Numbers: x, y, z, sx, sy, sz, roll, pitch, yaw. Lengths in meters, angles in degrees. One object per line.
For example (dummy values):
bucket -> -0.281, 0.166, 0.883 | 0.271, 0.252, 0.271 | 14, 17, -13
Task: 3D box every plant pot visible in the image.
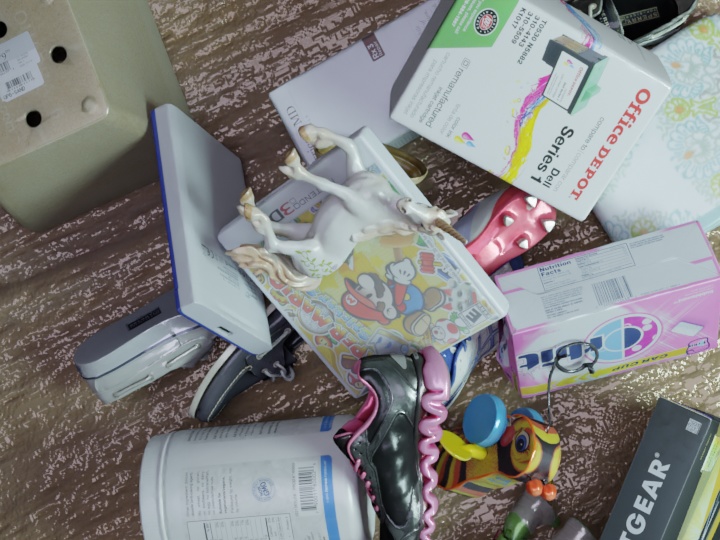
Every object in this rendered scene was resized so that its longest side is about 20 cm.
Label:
plant pot -> -0.287, -0.166, 1.158 | 0.198, 0.177, 0.202 | -22, 87, 6

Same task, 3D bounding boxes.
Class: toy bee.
toy bee -> 0.129, 0.159, 1.095 | 0.129, 0.201, 0.110 | 7, 51, -16

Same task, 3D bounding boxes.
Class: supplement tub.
supplement tub -> -0.091, 0.206, 1.149 | 0.198, 0.132, 0.134 | -6, 88, 8

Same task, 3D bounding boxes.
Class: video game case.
video game case -> 0.000, 0.000, 1.076 | 0.181, 0.023, 0.200 | -32, 106, 32

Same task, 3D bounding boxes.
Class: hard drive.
hard drive -> -0.134, -0.036, 1.123 | 0.025, 0.132, 0.202 | -21, 62, 18

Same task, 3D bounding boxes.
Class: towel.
towel -> 0.294, -0.119, 1.151 | 0.199, 0.048, 0.172 | -32, 82, 6

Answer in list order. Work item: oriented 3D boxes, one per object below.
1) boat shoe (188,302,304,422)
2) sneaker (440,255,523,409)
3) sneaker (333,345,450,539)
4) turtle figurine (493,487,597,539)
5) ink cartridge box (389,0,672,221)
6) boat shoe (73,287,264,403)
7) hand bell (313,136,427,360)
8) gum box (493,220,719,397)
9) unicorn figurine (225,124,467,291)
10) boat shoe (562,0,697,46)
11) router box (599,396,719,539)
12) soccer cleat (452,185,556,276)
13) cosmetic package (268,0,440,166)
boat shoe -> -0.083, 0.076, 1.181 | 0.063, 0.073, 0.200 | 41, 88, 6
sneaker -> 0.092, 0.063, 1.151 | 0.075, 0.088, 0.201 | 29, 91, 8
sneaker -> 0.020, 0.162, 1.071 | 0.094, 0.079, 0.203 | 3, 98, -14
turtle figurine -> 0.137, 0.313, 1.126 | 0.200, 0.144, 0.194 | 45, 79, 0
ink cartridge box -> 0.144, -0.157, 1.068 | 0.199, 0.084, 0.146 | 27, 114, -11
boat shoe -> -0.174, 0.064, 1.196 | 0.199, 0.072, 0.066 | -30, 120, -9
hand bell -> -0.013, -0.009, 1.125 | 0.103, 0.104, 0.202 | 17, 112, 7
gum box -> 0.215, 0.039, 1.107 | 0.198, 0.114, 0.067 | -15, 53, 2
unicorn figurine -> -0.015, -0.046, 1.005 | 0.137, 0.200, 0.074 | 36, 50, -15
boat shoe -> 0.210, -0.222, 1.123 | 0.198, 0.064, 0.071 | -21, 89, -13
router box -> 0.272, 0.220, 1.089 | 0.052, 0.157, 0.202 | 24, 92, 35
soccer cleat -> 0.089, -0.013, 1.133 | 0.199, 0.077, 0.067 | -35, 105, 3
cosmetic package -> 0.024, -0.169, 1.171 | 0.199, 0.074, 0.102 | -30, 86, 4
